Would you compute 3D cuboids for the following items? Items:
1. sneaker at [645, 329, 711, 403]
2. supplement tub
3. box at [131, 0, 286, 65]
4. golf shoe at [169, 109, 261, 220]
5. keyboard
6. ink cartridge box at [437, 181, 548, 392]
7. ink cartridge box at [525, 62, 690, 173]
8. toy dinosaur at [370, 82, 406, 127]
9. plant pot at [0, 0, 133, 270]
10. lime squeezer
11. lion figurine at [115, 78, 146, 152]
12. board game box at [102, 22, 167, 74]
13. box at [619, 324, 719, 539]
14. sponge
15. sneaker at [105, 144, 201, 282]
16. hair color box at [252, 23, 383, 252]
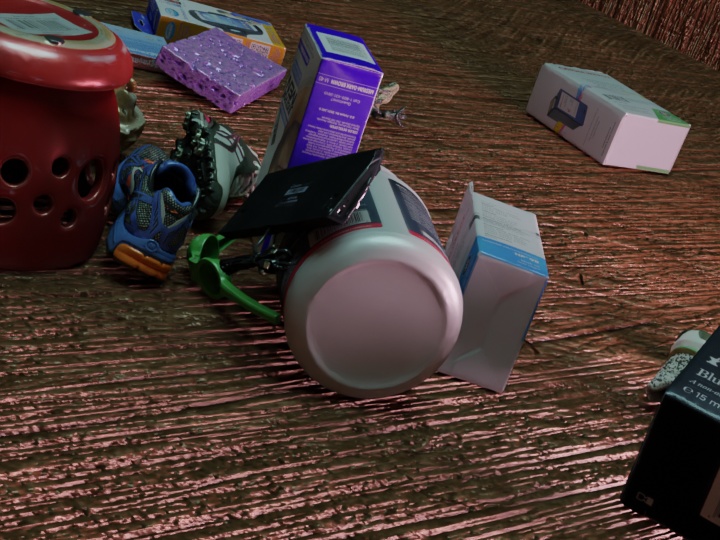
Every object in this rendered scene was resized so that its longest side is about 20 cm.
[{"bbox_3d":[0.334,0.139,1.243,0.088,0.077,0.200,-35,53,-27],"label":"sneaker"},{"bbox_3d":[0.000,0.000,1.150,0.139,0.141,0.200,14,22,-14],"label":"supplement tub"},{"bbox_3d":[-0.207,-0.326,1.903,0.199,0.042,0.119,14,22,-21],"label":"box"},{"bbox_3d":[-0.133,-0.100,1.373,0.088,0.078,0.200,21,20,-17],"label":"golf shoe"},{"bbox_3d":[-0.060,-0.039,1.115,0.021,0.127,0.200,46,-22,-19],"label":"keyboard"},{"bbox_3d":[0.113,0.008,1.264,0.066,0.117,0.200,18,22,-4],"label":"ink cartridge box"},{"bbox_3d":[0.367,-0.229,2.108,0.145,0.088,0.200,4,28,-37],"label":"ink cartridge box"},{"bbox_3d":[0.004,-0.214,1.809,0.088,0.048,0.199,16,16,34],"label":"toy dinosaur"},{"bbox_3d":[-0.289,-0.124,1.145,0.199,0.184,0.201,16,20,-6],"label":"plant pot"},{"bbox_3d":[-0.111,0.000,1.191,0.070,0.038,0.200,10,24,-14],"label":"lime squeezer"},{"bbox_3d":[-0.297,-0.166,1.416,0.199,0.073,0.123,11,26,17],"label":"lion figurine"},{"bbox_3d":[-0.327,-0.283,1.719,0.199,0.020,0.103,11,22,-24],"label":"board game box"},{"bbox_3d":[0.339,0.138,1.092,0.196,0.118,0.200,28,35,21],"label":"box"},{"bbox_3d":[-0.169,-0.250,1.740,0.111,0.030,0.200,32,22,3],"label":"sponge"},{"bbox_3d":[-0.171,-0.064,1.223,0.075,0.079,0.200,31,18,-24],"label":"sneaker"},{"bbox_3d":[-0.046,-0.113,1.300,0.064,0.201,0.109,11,22,-16],"label":"hair color box"}]
